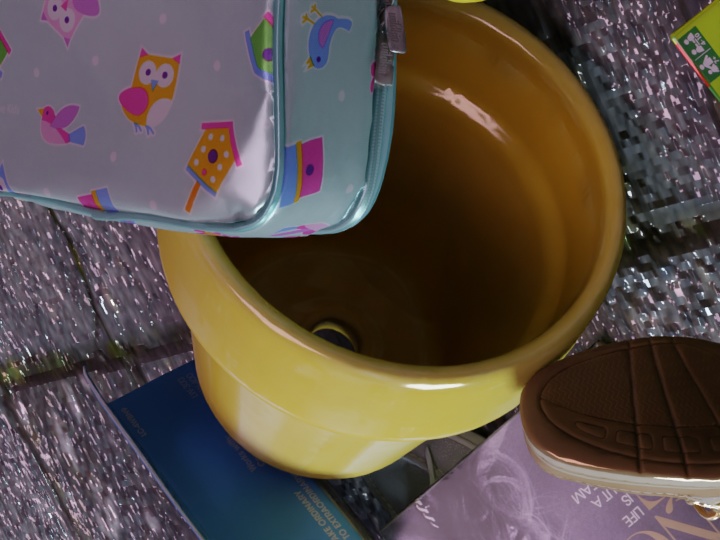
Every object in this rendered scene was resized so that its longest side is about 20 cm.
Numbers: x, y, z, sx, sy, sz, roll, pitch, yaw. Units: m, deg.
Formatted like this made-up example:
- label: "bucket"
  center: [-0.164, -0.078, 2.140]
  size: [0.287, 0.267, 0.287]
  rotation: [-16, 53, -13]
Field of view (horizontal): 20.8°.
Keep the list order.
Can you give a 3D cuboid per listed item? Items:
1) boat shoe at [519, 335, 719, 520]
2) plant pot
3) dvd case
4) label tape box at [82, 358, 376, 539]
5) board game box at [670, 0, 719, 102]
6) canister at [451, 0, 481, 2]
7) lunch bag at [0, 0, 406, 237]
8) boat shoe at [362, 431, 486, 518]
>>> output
- label: "boat shoe"
  center: [0.161, 0.074, 0.817]
  size: [0.198, 0.074, 0.070]
  rotation: [0, 141, -7]
- label: "plant pot"
  center: [0.000, 0.000, 0.900]
  size: [0.201, 0.200, 0.189]
  rotation: [44, 152, 11]
- label: "dvd case"
  center: [0.125, 0.158, 0.947]
  size: [0.149, 0.016, 0.200]
  rotation: [-42, 85, 15]
- label: "label tape box"
  center: [-0.048, 0.119, 0.996]
  size: [0.143, 0.066, 0.200]
  rotation: [47, 174, 32]
- label: "board game box"
  center: [0.223, -0.046, 0.767]
  size: [0.201, 0.048, 0.101]
  rotation: [53, 137, 2]
- label: "canister"
  center: [-0.001, -0.175, 0.810]
  size: [0.199, 0.149, 0.087]
  rotation: [4, 139, 42]
- label: "lunch bag"
  center: [-0.068, -0.098, 0.737]
  size: [0.199, 0.077, 0.162]
  rotation: [9, 97, 42]
- label: "boat shoe"
  center: [0.072, 0.156, 1.008]
  size: [0.202, 0.065, 0.075]
  rotation: [46, 136, 8]
